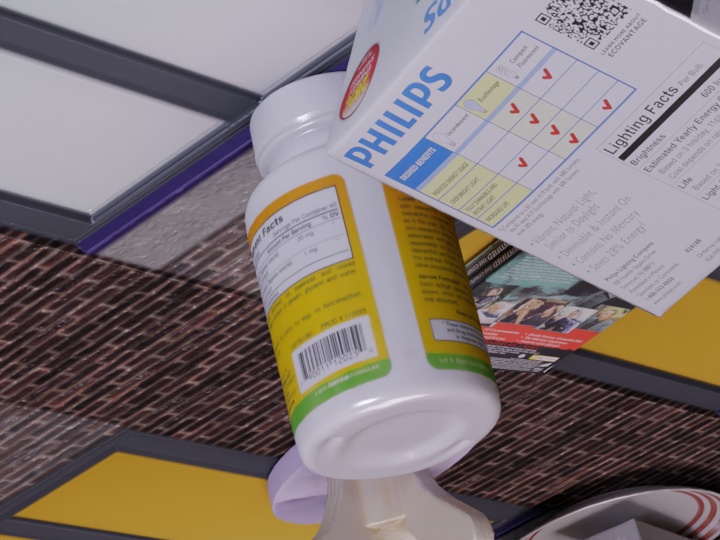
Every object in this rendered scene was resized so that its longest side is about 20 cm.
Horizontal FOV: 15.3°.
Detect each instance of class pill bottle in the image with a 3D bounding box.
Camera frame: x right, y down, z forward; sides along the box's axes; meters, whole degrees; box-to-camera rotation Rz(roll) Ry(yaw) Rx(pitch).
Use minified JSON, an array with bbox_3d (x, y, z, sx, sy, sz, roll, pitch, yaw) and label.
[{"bbox_3d":[0.000,0.000,1.433,0.110,0.201,0.111,-11,155,-5],"label":"pill bottle"}]

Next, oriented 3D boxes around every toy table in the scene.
[{"bbox_3d":[0.019,0.175,1.904,0.183,0.118,0.200,1,152,-29],"label":"toy table"}]

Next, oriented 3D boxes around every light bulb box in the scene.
[{"bbox_3d":[0.121,-0.107,1.288,0.199,0.125,0.198,25,141,-16],"label":"light bulb box"}]

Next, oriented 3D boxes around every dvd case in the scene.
[{"bbox_3d":[0.125,0.010,1.733,0.145,0.022,0.200,7,149,-38],"label":"dvd case"}]

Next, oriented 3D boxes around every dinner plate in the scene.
[{"bbox_3d":[0.208,0.214,2.195,0.199,0.024,0.200,-13,155,-6],"label":"dinner plate"}]

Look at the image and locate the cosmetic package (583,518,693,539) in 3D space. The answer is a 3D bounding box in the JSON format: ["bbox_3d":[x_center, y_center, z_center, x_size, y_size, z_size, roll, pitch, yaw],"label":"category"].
[{"bbox_3d":[0.251,0.280,2.205,0.090,0.107,0.200,-26,154,24],"label":"cosmetic package"}]
